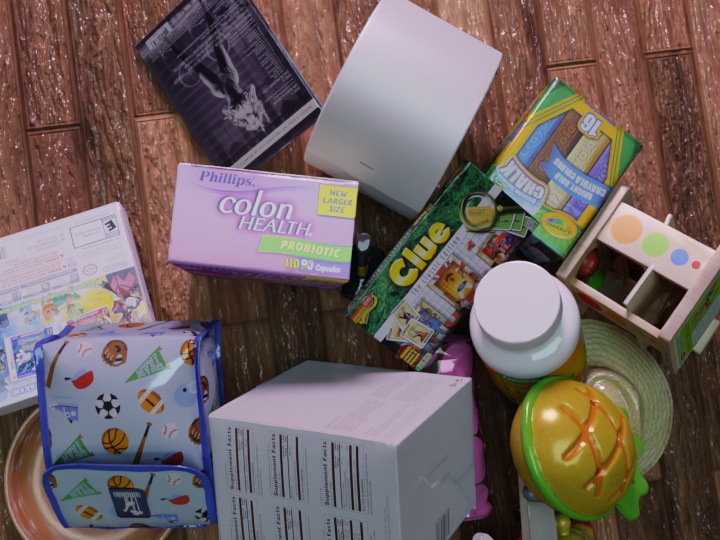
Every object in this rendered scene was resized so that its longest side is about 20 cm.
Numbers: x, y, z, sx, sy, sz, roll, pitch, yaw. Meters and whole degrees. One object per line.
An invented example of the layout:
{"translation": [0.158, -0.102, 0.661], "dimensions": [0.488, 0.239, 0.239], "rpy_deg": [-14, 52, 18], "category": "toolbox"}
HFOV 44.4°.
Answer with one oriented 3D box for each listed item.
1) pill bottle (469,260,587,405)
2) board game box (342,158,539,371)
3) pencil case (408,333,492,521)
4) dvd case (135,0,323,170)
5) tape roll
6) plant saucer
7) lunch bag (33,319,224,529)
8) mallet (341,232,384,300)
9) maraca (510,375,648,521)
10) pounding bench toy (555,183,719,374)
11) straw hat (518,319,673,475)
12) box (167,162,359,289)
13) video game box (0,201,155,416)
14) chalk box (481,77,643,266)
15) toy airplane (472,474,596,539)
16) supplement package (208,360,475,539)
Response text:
{"translation": [0.173, 0.066, 0.911], "dimensions": [0.110, 0.200, 0.112], "rpy_deg": [-7, 66, 15], "category": "pill bottle"}
{"translation": [0.083, -0.003, 0.908], "dimensions": [0.104, 0.023, 0.201], "rpy_deg": [37, 95, -14], "category": "board game box"}
{"translation": [0.100, 0.170, 0.982], "dimensions": [0.090, 0.094, 0.202], "rpy_deg": [-5, 88, -4], "category": "pencil case"}
{"translation": [-0.148, -0.216, 0.994], "dimensions": [0.148, 0.016, 0.201], "rpy_deg": [-35, 88, 22], "category": "dvd case"}
{"translation": [0.043, -0.174, 0.946], "dimensions": [0.138, 0.203, 0.204], "rpy_deg": [29, 84, -2], "category": "tape roll"}
{"translation": [-0.287, 0.226, 0.974], "dimensions": [0.198, 0.037, 0.203], "rpy_deg": [0, 87, -5], "category": "plant saucer"}
{"translation": [-0.220, 0.158, 0.872], "dimensions": [0.168, 0.124, 0.202], "rpy_deg": [-1, 97, 3], "category": "lunch bag"}
{"translation": [0.000, 0.000, 0.931], "dimensions": [0.041, 0.200, 0.067], "rpy_deg": [14, 88, 3], "category": "mallet"}
{"translation": [0.222, 0.177, 0.866], "dimensions": [0.199, 0.107, 0.139], "rpy_deg": [21, 62, -37], "category": "maraca"}
{"translation": [0.321, 0.019, 0.999], "dimensions": [0.155, 0.200, 0.125], "rpy_deg": [34, 85, 31], "category": "pounding bench toy"}
{"translation": [0.277, 0.156, 0.998], "dimensions": [0.199, 0.085, 0.204], "rpy_deg": [0, 85, -5], "category": "straw hat"}
{"translation": [-0.098, -0.039, 0.926], "dimensions": [0.174, 0.200, 0.098], "rpy_deg": [6, 85, -5], "category": "box"}
{"translation": [-0.331, 0.042, 0.964], "dimensions": [0.198, 0.047, 0.184], "rpy_deg": [-17, 73, -5], "category": "video game box"}
{"translation": [0.193, -0.087, 0.989], "dimensions": [0.124, 0.125, 0.201], "rpy_deg": [38, 83, -1], "category": "chalk box"}
{"translation": [0.200, 0.303, 0.912], "dimensions": [0.140, 0.200, 0.201], "rpy_deg": [-8, 131, 30], "category": "toy airplane"}
{"translation": [-0.011, 0.192, 0.872], "dimensions": [0.198, 0.191, 0.149], "rpy_deg": [3, 102, 27], "category": "supplement package"}
